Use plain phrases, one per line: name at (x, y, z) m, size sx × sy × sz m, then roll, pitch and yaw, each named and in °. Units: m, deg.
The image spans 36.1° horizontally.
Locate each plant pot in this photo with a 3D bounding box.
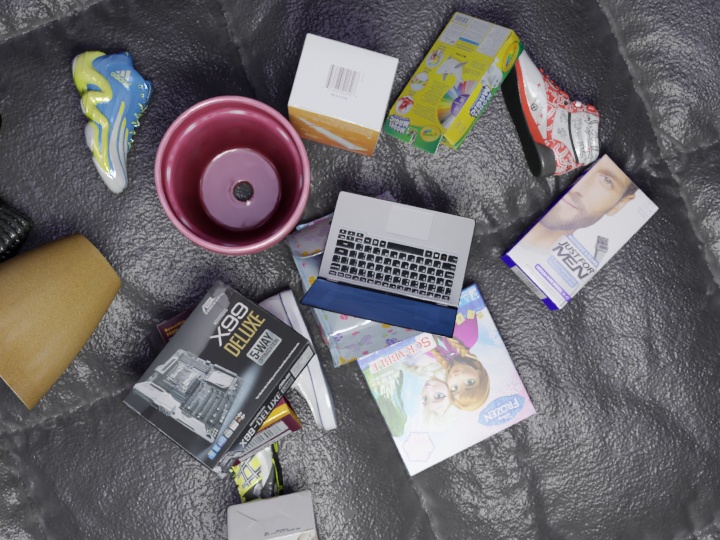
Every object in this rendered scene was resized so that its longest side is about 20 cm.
plant pot at (-0.421, 0.049, 1.462) m, size 0.200 × 0.186 × 0.187 m, roll -41°, pitch 89°, yaw -16°
plant pot at (-0.165, -0.117, 1.470) m, size 0.198 × 0.179 × 0.202 m, roll 0°, pitch 87°, yaw -3°

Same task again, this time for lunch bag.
lunch bag at (0.000, 0.000, 1.492) m, size 0.168 × 0.127 × 0.201 m, roll -20°, pitch 61°, yaw -4°

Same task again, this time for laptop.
laptop at (0.040, -0.013, 1.371) m, size 0.185 × 0.116 × 0.202 m, roll 12°, pitch 70°, yaw 5°

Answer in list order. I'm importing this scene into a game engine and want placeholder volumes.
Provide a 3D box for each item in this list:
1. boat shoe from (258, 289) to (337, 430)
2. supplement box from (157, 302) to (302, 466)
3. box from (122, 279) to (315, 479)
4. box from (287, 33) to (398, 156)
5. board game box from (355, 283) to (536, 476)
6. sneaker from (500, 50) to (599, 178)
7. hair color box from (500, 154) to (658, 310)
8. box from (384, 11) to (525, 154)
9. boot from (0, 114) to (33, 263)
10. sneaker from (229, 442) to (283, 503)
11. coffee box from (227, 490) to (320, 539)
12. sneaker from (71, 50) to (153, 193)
boat shoe at (-0.088, 0.129, 1.520) m, size 0.065 × 0.074 × 0.202 m, roll -21°, pitch 78°, yaw 1°
supplement box at (-0.174, 0.141, 1.467) m, size 0.110 × 0.086 × 0.201 m, roll -28°, pitch 65°, yaw -3°
box at (-0.177, 0.134, 1.395) m, size 0.157 × 0.050 × 0.201 m, roll 33°, pitch 76°, yaw 22°
box at (-0.025, -0.229, 1.471) m, size 0.123 × 0.200 × 0.099 m, roll 15°, pitch 86°, yaw -1°
board game box at (0.113, 0.151, 1.535) m, size 0.199 × 0.041 × 0.201 m, roll -26°, pitch 88°, yaw -3°
sneaker at (0.269, -0.235, 1.556) m, size 0.107 × 0.067 × 0.203 m, roll -14°, pitch 81°, yaw -14°
hair color box at (0.305, -0.052, 1.545) m, size 0.109 × 0.065 × 0.200 m, roll 45°, pitch 84°, yaw 1°
box at (0.126, -0.252, 1.525) m, size 0.117 × 0.048 × 0.201 m, roll 31°, pitch 83°, yaw 42°
boot at (-0.507, -0.112, 1.502) m, size 0.157 × 0.079 × 0.212 m, roll 33°, pitch 97°, yaw 7°
sneaker at (-0.149, 0.270, 1.509) m, size 0.075 × 0.075 × 0.202 m, roll -5°, pitch 77°, yaw 5°
coffee box at (-0.101, 0.398, 1.447) m, size 0.113 × 0.080 × 0.202 m, roll -10°, pitch 120°, yaw -3°
sneaker at (-0.328, -0.213, 1.520) m, size 0.104 × 0.076 × 0.202 m, roll -16°, pitch 87°, yaw -4°
